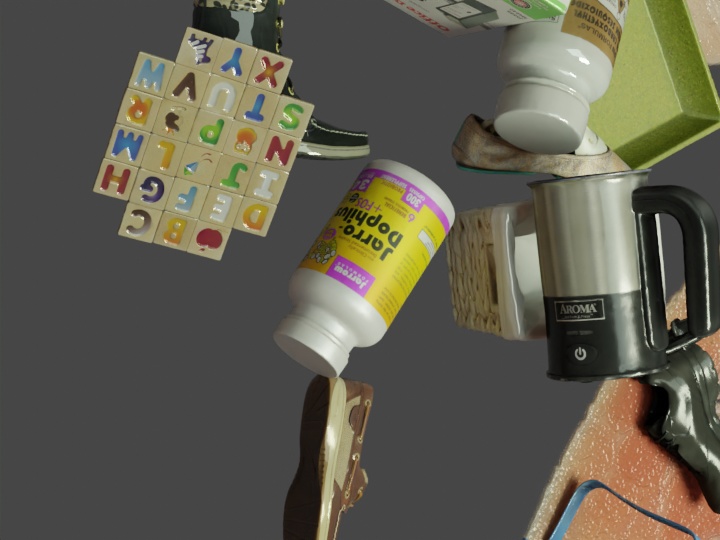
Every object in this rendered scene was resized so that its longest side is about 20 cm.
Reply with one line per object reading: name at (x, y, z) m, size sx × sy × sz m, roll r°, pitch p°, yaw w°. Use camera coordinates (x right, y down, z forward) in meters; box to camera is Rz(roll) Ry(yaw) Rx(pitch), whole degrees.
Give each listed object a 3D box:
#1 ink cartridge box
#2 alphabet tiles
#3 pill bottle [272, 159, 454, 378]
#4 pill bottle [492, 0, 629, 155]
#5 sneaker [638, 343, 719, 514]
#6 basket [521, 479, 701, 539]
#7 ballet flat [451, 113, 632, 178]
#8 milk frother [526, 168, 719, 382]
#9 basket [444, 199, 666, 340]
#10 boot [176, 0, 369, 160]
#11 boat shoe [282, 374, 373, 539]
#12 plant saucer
ink cartridge box at (0.097, -0.300, 1.308) m, size 0.145 × 0.200 × 0.084 m, roll 25°, pitch 80°, yaw -27°
alphabet tiles at (-0.139, -0.109, 1.220) m, size 0.166 × 0.006 × 0.201 m, roll 15°, pitch 109°, yaw -22°
pill bottle at (0.000, 0.000, 1.301) m, size 0.104 × 0.104 × 0.200 m, roll 41°, pitch 70°, yaw -23°
pill bottle at (0.197, -0.223, 1.351) m, size 0.114 × 0.114 × 0.201 m, roll 27°, pitch 69°, yaw -27°
sneaker at (0.367, 0.184, 1.540) m, size 0.090 × 0.076 × 0.201 m, roll -21°, pitch 93°, yaw -19°
basket at (0.240, 0.325, 1.396) m, size 0.139 × 0.176 × 0.200 m, roll 43°, pitch 78°, yaw -31°
ballet flat at (0.195, -0.127, 1.405) m, size 0.199 × 0.068 × 0.068 m, roll 5°, pitch 113°, yaw -12°
milk frother at (0.264, -0.003, 1.313) m, size 0.200 × 0.180 × 0.189 m, roll -17°, pitch 102°, yaw -72°
basket at (0.196, -0.009, 1.405) m, size 0.199 × 0.123 × 0.136 m, roll -8°, pitch 94°, yaw -29°
boot at (-0.075, -0.185, 1.274) m, size 0.203 × 0.073 × 0.155 m, roll 7°, pitch 91°, yaw -26°
boat shoe at (-0.023, 0.201, 1.307) m, size 0.072 × 0.072 × 0.201 m, roll 12°, pitch 79°, yaw -30°
plant saucer at (0.291, -0.216, 1.507) m, size 0.199 × 0.048 × 0.201 m, roll -28°, pitch 102°, yaw -28°
